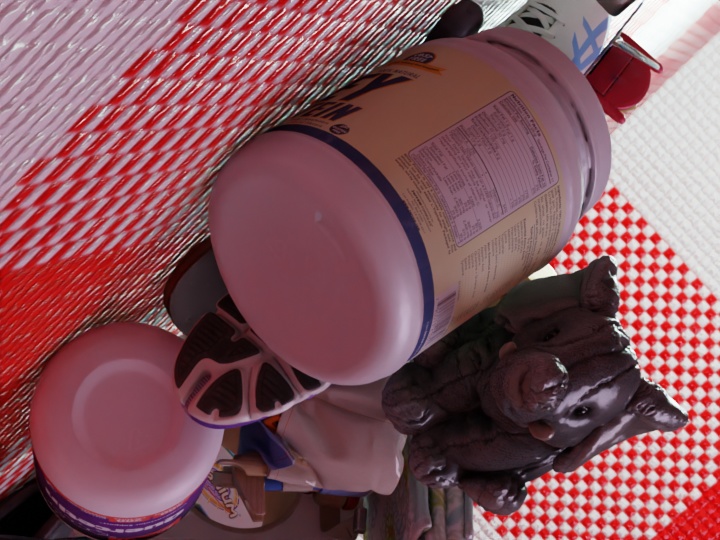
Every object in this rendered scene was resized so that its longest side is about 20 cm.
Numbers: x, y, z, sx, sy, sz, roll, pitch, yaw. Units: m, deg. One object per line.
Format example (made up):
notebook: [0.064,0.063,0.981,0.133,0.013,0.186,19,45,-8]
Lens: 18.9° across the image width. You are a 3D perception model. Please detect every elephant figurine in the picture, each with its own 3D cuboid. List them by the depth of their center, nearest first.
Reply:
elephant figurine: [0.115,0.062,1.216,0.200,0.141,0.156,-27,-147,55]

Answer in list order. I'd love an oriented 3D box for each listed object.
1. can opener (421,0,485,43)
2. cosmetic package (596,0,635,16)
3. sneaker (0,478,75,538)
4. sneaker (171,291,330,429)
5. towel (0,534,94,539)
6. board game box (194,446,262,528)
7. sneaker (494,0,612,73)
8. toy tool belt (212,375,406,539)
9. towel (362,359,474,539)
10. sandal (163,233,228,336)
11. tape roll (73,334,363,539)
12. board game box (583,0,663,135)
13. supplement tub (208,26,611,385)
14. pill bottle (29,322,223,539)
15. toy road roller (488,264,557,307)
can opener: [0.025,-0.087,1.343,0.067,0.053,0.200,-40,174,-36]
cosmetic package: [0.163,-0.217,1.209,0.103,0.073,0.200,-42,174,-3]
sneaker: [-0.267,0.216,1.596,0.200,0.076,0.115,-54,168,10]
sneaker: [-0.027,0.045,1.252,0.200,0.081,0.084,-30,152,-39]
towel: [-0.248,0.206,1.436,0.146,0.022,0.200,4,157,-19]
board game box: [-0.145,0.176,1.663,0.200,0.153,0.040,-46,175,37]
sneaker: [0.102,-0.138,1.450,0.200,0.072,0.073,-47,152,-20]
toy tool belt: [-0.044,0.101,1.388,0.200,0.122,0.126,118,-22,-65]
towel: [0.032,0.147,1.451,0.172,0.048,0.201,108,-15,-49]
sandal: [-0.035,-0.041,1.323,0.211,0.078,0.070,-35,-153,-2]
tape roll: [-0.099,0.145,1.496,0.202,0.203,0.071,-38,173,-40]
board game box: [0.145,-0.100,1.352,0.158,0.039,0.200,-52,178,17]
supplement tub: [0.031,-0.041,1.190,0.200,0.145,0.145,-33,170,-38]
pill bottle: [-0.143,0.104,1.312,0.112,0.113,0.200,-41,174,-15]
toy road roller: [0.039,0.020,1.537,0.123,0.200,0.146,-44,-163,25]
